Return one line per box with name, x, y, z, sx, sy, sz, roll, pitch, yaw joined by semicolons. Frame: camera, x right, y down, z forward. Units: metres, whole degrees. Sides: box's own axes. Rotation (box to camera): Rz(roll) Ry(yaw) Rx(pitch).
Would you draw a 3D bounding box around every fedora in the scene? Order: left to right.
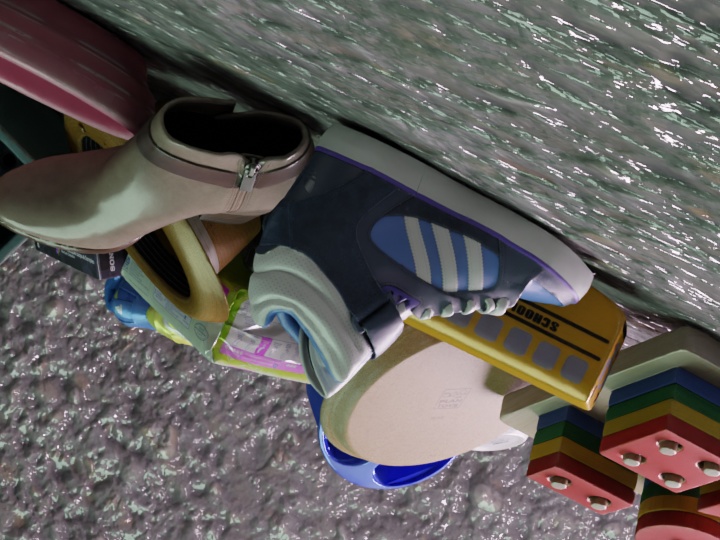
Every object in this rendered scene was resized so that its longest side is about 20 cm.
fedora;-0.134;-0.058;1.592;0.201;0.082;0.201;49;162;22

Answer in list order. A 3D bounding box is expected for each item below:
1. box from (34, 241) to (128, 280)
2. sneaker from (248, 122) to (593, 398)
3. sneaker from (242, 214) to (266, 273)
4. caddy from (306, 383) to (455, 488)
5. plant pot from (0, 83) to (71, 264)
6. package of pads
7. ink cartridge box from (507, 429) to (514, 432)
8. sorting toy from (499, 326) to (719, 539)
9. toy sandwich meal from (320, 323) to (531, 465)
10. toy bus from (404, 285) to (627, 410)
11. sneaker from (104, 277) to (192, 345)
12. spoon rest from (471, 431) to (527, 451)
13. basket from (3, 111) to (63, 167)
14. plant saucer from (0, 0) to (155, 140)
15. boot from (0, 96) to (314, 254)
box;-0.154;-0.036;1.832;0.200;0.036;0.143;-10;-165;-27
sneaker;0.027;0.018;1.306;0.200;0.147;0.081;29;175;-24
sneaker;0.000;0.000;1.606;0.200;0.098;0.071;23;174;18
caddy;0.045;0.096;1.898;0.141;0.200;0.105;30;-163;-29
plant pot;-0.327;-0.090;1.707;0.196;0.196;0.200;46;-161;-5
package of pads;-0.066;0.030;1.726;0.200;0.068;0.154;14;-165;-40
ink cartridge box;0.107;0.097;1.703;0.200;0.057;0.163;-13;169;9
sorting toy;0.225;0.133;1.504;0.199;0.070;0.200;28;149;-24
toy sandwich meal;0.050;0.060;1.550;0.205;0.205;0.070;32;-151;-51
toy bus;0.072;0.010;1.408;0.200;0.078;0.065;26;176;11
sneaker;-0.156;0.003;1.873;0.105;0.076;0.200;9;-164;8
spoon rest;0.152;0.107;1.827;0.200;0.061;0.099;-11;160;19
basket;-0.346;-0.123;2.025;0.180;0.136;0.200;22;180;-7
plant saucer;-0.217;-0.149;1.433;0.200;0.051;0.201;27;175;2
boot;-0.127;-0.066;1.372;0.200;0.070;0.146;-3;163;-13
